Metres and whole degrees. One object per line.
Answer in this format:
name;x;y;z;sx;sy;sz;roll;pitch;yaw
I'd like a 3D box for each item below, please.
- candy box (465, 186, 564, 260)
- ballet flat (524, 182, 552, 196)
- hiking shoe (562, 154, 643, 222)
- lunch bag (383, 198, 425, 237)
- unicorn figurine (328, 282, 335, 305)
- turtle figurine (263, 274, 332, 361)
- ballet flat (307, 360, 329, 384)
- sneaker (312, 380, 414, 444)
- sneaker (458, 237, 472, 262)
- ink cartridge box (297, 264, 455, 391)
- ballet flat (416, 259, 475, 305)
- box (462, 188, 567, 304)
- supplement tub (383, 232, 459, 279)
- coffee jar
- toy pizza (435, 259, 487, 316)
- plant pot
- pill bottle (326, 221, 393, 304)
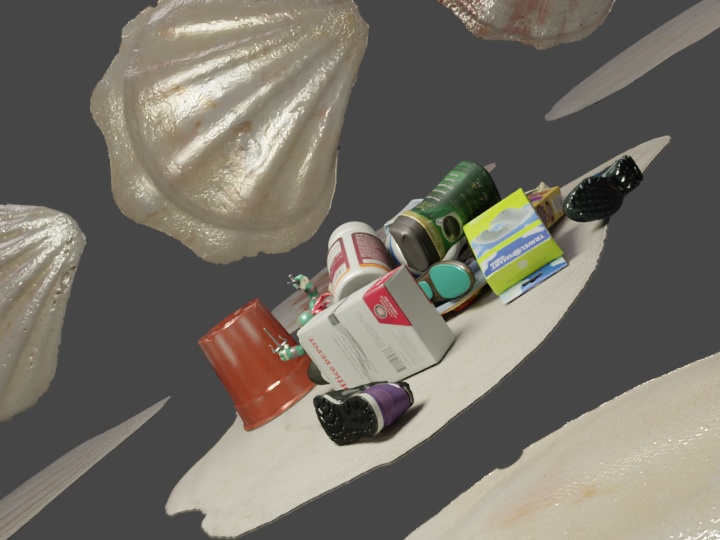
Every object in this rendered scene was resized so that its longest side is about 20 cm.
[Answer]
candy box;0.284;-0.088;1.715;0.116;0.057;0.200;-16;12;35
ballet flat;0.299;-0.103;1.863;0.200;0.070;0.069;-36;7;-5
hiking shoe;0.390;-0.119;1.569;0.200;0.075;0.087;-29;-6;-39
lunch bag;0.176;-0.080;2.040;0.199;0.128;0.170;-3;21;26
unicorn figurine;0.009;0.092;1.747;0.074;0.200;0.137;-56;-15;9
turtle figurine;-0.089;0.096;1.663;0.150;0.100;0.200;-68;-20;-9
ballet flat;-0.014;0.150;1.624;0.200;0.068;0.068;-34;21;21
sneaker;0.008;0.194;1.334;0.087;0.076;0.200;-22;4;-29
sneaker;0.166;-0.061;1.874;0.076;0.115;0.201;-58;5;-33
ink cartridge box;0.022;0.102;1.482;0.200;0.145;0.083;-30;9;37
ballet flat;0.136;0.019;1.595;0.068;0.068;0.200;-30;2;-38
box;0.242;-0.042;1.519;0.122;0.048;0.200;-34;29;12
supplement tub;0.098;-0.018;1.802;0.132;0.132;0.200;-39;-9;-27
coffee jar;0.144;-0.092;1.634;0.200;0.104;0.085;-41;32;-18
toy pizza;0.174;0.036;1.672;0.200;0.032;0.200;-36;8;6
plant pot;-0.203;0.174;1.866;0.200;0.196;0.201;-34;8;5
pill bottle;0.000;0.000;1.691;0.114;0.114;0.200;-34;29;11
